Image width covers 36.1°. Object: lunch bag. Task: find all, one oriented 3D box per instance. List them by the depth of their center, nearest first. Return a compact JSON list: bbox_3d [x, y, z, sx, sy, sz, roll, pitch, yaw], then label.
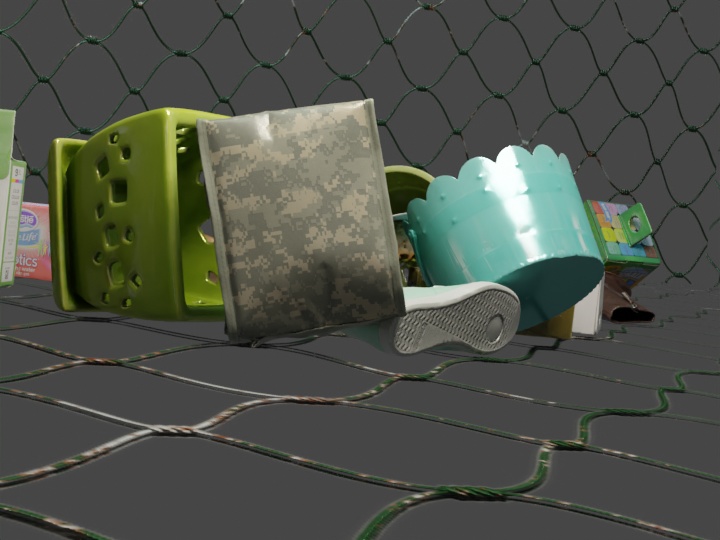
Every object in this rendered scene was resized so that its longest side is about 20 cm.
[{"bbox_3d":[-0.052,-0.037,0.989,0.163,0.202,0.118,-8,-8,-4],"label":"lunch bag"}]

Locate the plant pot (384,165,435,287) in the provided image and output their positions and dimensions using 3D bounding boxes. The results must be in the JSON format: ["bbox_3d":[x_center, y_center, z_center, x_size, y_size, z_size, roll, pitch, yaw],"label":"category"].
[{"bbox_3d":[0.077,-0.029,1.601,0.199,0.202,0.190,7,-9,25],"label":"plant pot"}]

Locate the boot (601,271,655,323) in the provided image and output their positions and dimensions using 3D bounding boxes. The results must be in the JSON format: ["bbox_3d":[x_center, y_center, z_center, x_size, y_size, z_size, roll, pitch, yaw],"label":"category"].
[{"bbox_3d":[0.405,0.055,1.761,0.199,0.073,0.166,5,15,-37],"label":"boot"}]

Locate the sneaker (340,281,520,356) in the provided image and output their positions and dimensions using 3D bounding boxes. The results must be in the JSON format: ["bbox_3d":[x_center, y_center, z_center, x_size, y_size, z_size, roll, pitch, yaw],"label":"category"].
[{"bbox_3d":[0.064,0.037,1.096,0.199,0.074,0.118,0,13,-42],"label":"sneaker"}]

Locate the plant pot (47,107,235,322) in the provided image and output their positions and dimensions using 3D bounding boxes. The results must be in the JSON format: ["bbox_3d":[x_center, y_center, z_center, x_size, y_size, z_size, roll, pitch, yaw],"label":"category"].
[{"bbox_3d":[-0.203,-0.048,1.116,0.180,0.202,0.199,-3,-1,27],"label":"plant pot"}]

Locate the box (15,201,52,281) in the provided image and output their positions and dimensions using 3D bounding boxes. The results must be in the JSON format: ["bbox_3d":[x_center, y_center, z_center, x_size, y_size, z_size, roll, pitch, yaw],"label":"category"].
[{"bbox_3d":[-0.420,-0.039,1.451,0.198,0.096,0.103,7,4,16],"label":"box"}]

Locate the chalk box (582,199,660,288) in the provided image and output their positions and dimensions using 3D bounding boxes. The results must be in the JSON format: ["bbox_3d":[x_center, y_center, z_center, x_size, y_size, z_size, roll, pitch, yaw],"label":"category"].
[{"bbox_3d":[0.423,-0.037,1.909,0.123,0.126,0.200,4,-34,-27],"label":"chalk box"}]

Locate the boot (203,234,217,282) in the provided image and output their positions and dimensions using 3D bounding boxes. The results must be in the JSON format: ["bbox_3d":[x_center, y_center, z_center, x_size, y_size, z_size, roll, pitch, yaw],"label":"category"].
[{"bbox_3d":[-0.183,-0.018,1.655,0.199,0.077,0.155,11,7,31],"label":"boot"}]

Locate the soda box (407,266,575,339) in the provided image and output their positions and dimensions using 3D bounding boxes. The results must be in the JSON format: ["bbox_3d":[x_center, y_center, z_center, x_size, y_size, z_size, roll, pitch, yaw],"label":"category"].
[{"bbox_3d":[0.156,0.039,1.340,0.198,0.068,0.064,6,3,-7],"label":"soda box"}]

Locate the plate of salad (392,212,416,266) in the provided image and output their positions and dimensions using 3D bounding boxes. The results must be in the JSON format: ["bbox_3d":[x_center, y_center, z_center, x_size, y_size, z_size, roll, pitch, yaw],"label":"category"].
[{"bbox_3d":[0.000,0.000,1.297,0.199,0.048,0.200,-27,-19,-10],"label":"plate of salad"}]

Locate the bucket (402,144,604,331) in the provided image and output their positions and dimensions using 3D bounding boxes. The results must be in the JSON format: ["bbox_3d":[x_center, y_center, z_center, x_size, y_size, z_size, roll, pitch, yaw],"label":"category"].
[{"bbox_3d":[0.160,-0.025,1.211,0.206,0.136,0.208,-16,-26,-8],"label":"bucket"}]

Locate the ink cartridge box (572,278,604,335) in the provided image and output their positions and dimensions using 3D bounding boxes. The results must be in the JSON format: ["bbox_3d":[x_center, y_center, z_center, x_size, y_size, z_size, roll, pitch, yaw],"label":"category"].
[{"bbox_3d":[0.224,0.030,1.482,0.198,0.085,0.145,7,4,14],"label":"ink cartridge box"}]

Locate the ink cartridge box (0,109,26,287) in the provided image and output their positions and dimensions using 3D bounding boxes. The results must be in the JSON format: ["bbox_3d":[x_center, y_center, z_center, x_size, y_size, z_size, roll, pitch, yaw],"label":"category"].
[{"bbox_3d":[-0.445,-0.085,1.262,0.103,0.202,0.059,6,3,0],"label":"ink cartridge box"}]
